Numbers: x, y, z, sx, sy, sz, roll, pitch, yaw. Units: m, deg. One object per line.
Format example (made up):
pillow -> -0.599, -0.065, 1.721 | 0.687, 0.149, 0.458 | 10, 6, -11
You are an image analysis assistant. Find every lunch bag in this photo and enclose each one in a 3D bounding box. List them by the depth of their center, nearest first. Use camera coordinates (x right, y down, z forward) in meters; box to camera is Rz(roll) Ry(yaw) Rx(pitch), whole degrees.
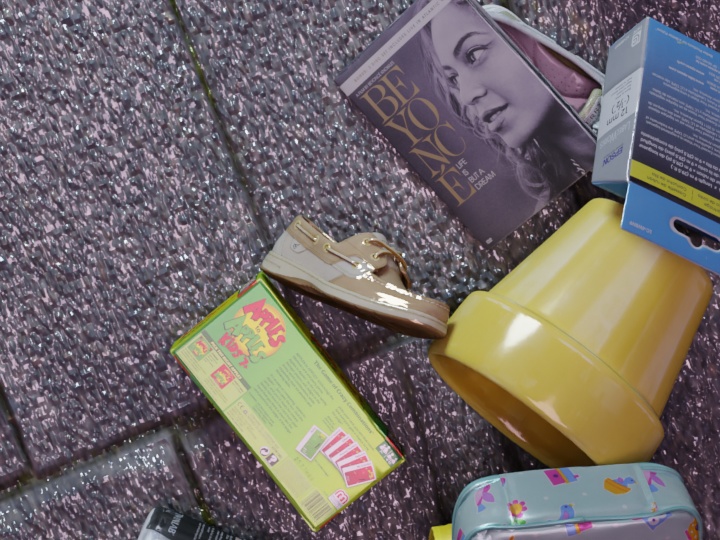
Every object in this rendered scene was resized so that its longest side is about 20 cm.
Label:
lunch bag -> 0.162, 0.235, 1.524 | 0.198, 0.077, 0.162 | -5, 121, -4

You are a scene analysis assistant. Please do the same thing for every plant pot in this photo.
plant pot -> 0.187, 0.054, 1.614 | 0.200, 0.201, 0.189 | 38, 79, -5

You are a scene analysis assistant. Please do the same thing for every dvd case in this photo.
dvd case -> 0.091, -0.130, 1.632 | 0.200, 0.016, 0.148 | 47, 126, -5

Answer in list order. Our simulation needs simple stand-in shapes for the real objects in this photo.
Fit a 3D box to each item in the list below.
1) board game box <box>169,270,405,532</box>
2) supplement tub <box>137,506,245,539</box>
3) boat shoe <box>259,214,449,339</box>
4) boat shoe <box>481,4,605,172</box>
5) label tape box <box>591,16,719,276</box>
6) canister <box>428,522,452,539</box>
board game box -> -0.062, 0.112, 1.681 | 0.101, 0.048, 0.201 | -38, 96, 4
supplement tub -> -0.109, 0.291, 1.665 | 0.198, 0.123, 0.124 | 23, 96, -3
boat shoe -> 0.000, 0.000, 1.614 | 0.199, 0.074, 0.070 | 21, 83, 39
boat shoe -> 0.168, -0.148, 1.642 | 0.202, 0.065, 0.075 | 42, 95, -5
label tape box -> 0.262, -0.085, 1.585 | 0.142, 0.066, 0.202 | 23, 62, -21
canister -> 0.162, 0.246, 1.650 | 0.198, 0.149, 0.088 | -9, 76, -2
